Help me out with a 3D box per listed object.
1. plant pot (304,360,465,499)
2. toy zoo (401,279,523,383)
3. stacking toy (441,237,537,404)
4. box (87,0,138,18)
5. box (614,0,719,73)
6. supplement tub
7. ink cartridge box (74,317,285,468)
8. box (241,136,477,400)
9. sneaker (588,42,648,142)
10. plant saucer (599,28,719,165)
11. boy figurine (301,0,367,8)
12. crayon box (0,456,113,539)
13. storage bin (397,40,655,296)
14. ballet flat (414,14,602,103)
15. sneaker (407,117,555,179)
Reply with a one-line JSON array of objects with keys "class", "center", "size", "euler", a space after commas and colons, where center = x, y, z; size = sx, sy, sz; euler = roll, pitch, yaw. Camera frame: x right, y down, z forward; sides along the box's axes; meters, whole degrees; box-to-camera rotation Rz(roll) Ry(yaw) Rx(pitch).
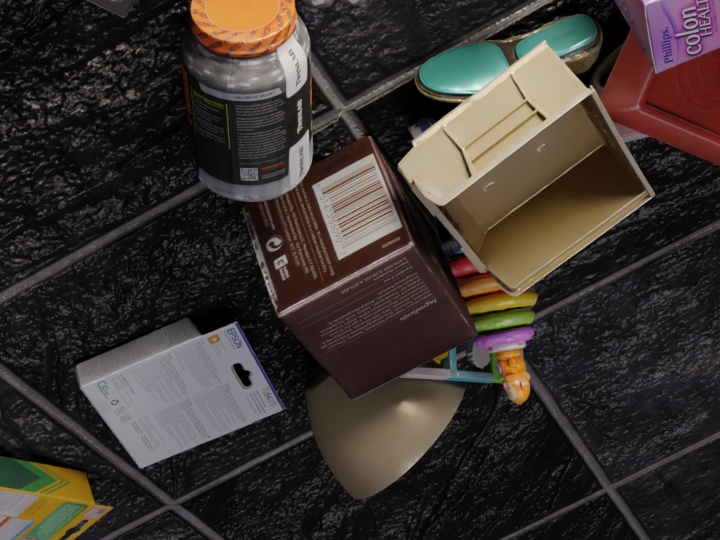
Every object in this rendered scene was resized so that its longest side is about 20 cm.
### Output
[{"class": "plant pot", "center": [0.011, 0.155, 1.866], "size": [0.134, 0.201, 0.200], "euler": [44, 115, -11]}, {"class": "toy zoo", "center": [0.106, 0.064, 1.826], "size": [0.199, 0.132, 0.020], "euler": [7, 164, -30]}, {"class": "stacking toy", "center": [0.163, 0.054, 1.770], "size": [0.109, 0.202, 0.116], "euler": [-7, 175, -19]}, {"class": "box", "center": [-0.221, -0.327, 1.281], "size": [0.199, 0.050, 0.198], "euler": [21, 127, -40]}, {"class": "box", "center": [0.328, -0.309, 1.440], "size": [0.199, 0.177, 0.097], "euler": [-22, 142, 4]}, {"class": "supplement tub", "center": [-0.106, -0.172, 1.454], "size": [0.121, 0.123, 0.201], "euler": [-12, 142, -11]}, {"class": "ink cartridge box", "center": [-0.212, 0.140, 1.841], "size": [0.199, 0.043, 0.197], "euler": [-23, 140, 0]}, {"class": "box", "center": [0.000, 0.000, 1.668], "size": [0.163, 0.167, 0.200], "euler": [-28, 140, 8]}, {"class": "sneaker", "center": [0.334, -0.202, 1.649], "size": [0.199, 0.076, 0.105], "euler": [-15, 147, 0]}, {"class": "plant saucer", "center": [0.363, -0.221, 1.595], "size": [0.199, 0.037, 0.201], "euler": [17, 102, -31]}, {"class": "boy figurine", "center": [-0.009, -0.328, 1.361], "size": [0.123, 0.065, 0.201], "euler": [-4, 142, -15]}, {"class": "crayon box", "center": [-0.422, 0.293, 1.906], "size": [0.126, 0.052, 0.199], "euler": [-39, 145, 22]}, {"class": "storage bin", "center": [0.168, -0.096, 1.570], "size": [0.198, 0.094, 0.200], "euler": [-37, 141, 6]}, {"class": "ballet flat", "center": [0.154, -0.205, 1.581], "size": [0.198, 0.071, 0.071], "euler": [-19, 142, -3]}, {"class": "sneaker", "center": [0.141, -0.128, 1.661], "size": [0.115, 0.081, 0.199], "euler": [-38, 145, 14]}]
